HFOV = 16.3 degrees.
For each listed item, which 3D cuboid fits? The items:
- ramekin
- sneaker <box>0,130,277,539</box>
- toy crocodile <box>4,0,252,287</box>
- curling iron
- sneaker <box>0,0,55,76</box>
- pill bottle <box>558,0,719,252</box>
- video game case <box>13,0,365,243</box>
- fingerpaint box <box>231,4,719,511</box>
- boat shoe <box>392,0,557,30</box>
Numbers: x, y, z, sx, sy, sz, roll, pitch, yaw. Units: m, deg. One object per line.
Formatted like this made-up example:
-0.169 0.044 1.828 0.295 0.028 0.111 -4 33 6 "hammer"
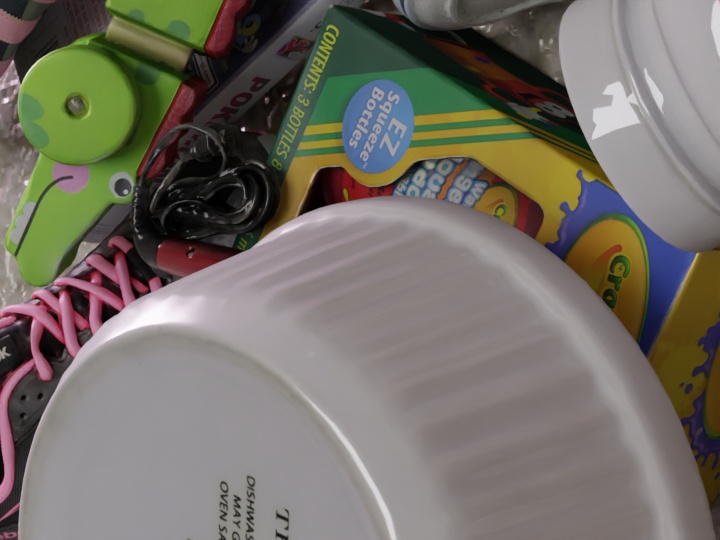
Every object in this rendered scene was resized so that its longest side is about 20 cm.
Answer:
-0.009 0.084 0.681 0.202 0.094 0.203 11 106 44 "ramekin"
-0.095 0.029 0.880 0.200 0.095 0.079 -51 53 21 "sneaker"
-0.062 -0.085 0.824 0.062 0.068 0.200 25 95 0 "toy crocodile"
0.000 0.000 0.742 0.200 0.026 0.050 23 104 41 "curling iron"
-0.123 -0.107 0.900 0.070 0.082 0.200 60 147 17 "sneaker"
0.152 -0.080 0.631 0.200 0.112 0.113 -29 68 29 "pill bottle"
-0.072 -0.140 0.909 0.182 0.023 0.200 -40 56 34 "video game case"
0.027 0.044 0.782 0.167 0.073 0.200 37 112 38 "fingerpaint box"
0.096 -0.106 0.734 0.202 0.075 0.086 -30 67 28 "boat shoe"
